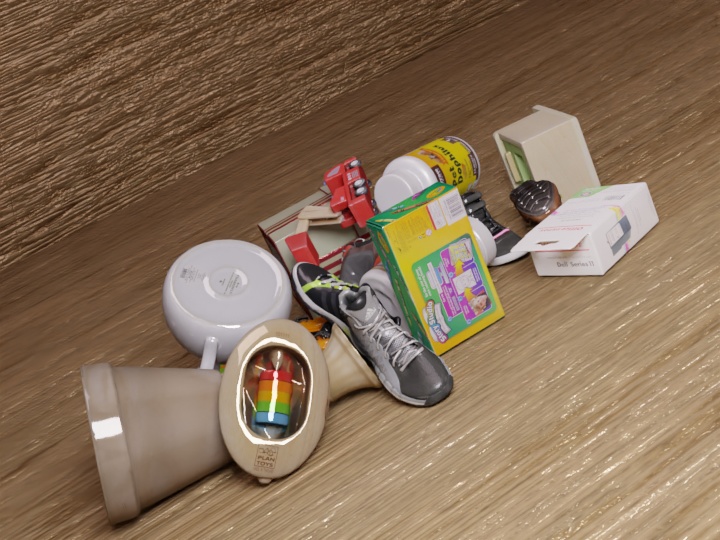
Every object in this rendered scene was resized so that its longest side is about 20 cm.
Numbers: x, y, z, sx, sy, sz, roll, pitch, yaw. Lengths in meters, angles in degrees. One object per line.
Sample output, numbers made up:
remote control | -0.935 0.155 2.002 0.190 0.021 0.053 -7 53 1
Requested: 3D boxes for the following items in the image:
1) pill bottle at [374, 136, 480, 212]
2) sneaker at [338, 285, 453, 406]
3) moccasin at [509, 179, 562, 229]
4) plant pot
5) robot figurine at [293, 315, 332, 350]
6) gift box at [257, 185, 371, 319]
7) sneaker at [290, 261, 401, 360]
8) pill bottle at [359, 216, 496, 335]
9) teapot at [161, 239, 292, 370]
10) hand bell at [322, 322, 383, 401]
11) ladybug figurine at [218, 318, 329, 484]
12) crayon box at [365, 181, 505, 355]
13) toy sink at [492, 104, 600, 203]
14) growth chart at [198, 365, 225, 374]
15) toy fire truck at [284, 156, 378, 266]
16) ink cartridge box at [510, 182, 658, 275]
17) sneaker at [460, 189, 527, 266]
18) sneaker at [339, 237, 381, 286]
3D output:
pill bottle | 0.109 -0.149 1.670 0.109 0.110 0.200 -8 15 39
sneaker | 0.028 0.085 1.250 0.075 0.116 0.200 -42 42 -11
moccasin | 0.279 -0.094 1.568 0.074 0.078 0.201 -37 6 0
plant pot | -0.252 0.202 1.275 0.173 0.201 0.200 -11 15 -15
robot figurine | -0.093 0.118 1.476 0.199 0.058 0.145 -12 21 30
gift box | -0.053 -0.050 1.696 0.186 0.185 0.200 -28 25 -7
sneaker | -0.011 0.039 1.409 0.072 0.200 0.083 -25 -31 -48
pill bottle | 0.103 0.004 1.464 0.200 0.111 0.111 -35 21 -29
teapot | -0.192 0.066 1.439 0.199 0.147 0.197 -24 55 -29
hand bell | -0.080 0.169 1.308 0.200 0.104 0.104 -37 19 -3
ladybug figurine | -0.108 0.161 1.234 0.135 0.201 0.072 12 -19 -9
crayon box | 0.101 -0.001 1.336 0.118 0.201 0.058 -29 20 -16
toy sink | 0.311 -0.197 1.741 0.112 0.131 0.200 -25 19 -2
growth chart | -0.246 0.170 1.588 0.200 0.018 0.144 -36 21 -36
toy fire truck | -0.046 -0.088 1.536 0.140 0.049 0.200 -24 33 8
ink cartridge box | 0.316 -0.049 1.416 0.200 0.068 0.117 -36 22 -35
sneaker | 0.192 -0.071 1.585 0.070 0.100 0.200 -27 19 -16
sneaker | 0.000 0.000 1.548 0.200 0.082 0.077 -49 -20 22
